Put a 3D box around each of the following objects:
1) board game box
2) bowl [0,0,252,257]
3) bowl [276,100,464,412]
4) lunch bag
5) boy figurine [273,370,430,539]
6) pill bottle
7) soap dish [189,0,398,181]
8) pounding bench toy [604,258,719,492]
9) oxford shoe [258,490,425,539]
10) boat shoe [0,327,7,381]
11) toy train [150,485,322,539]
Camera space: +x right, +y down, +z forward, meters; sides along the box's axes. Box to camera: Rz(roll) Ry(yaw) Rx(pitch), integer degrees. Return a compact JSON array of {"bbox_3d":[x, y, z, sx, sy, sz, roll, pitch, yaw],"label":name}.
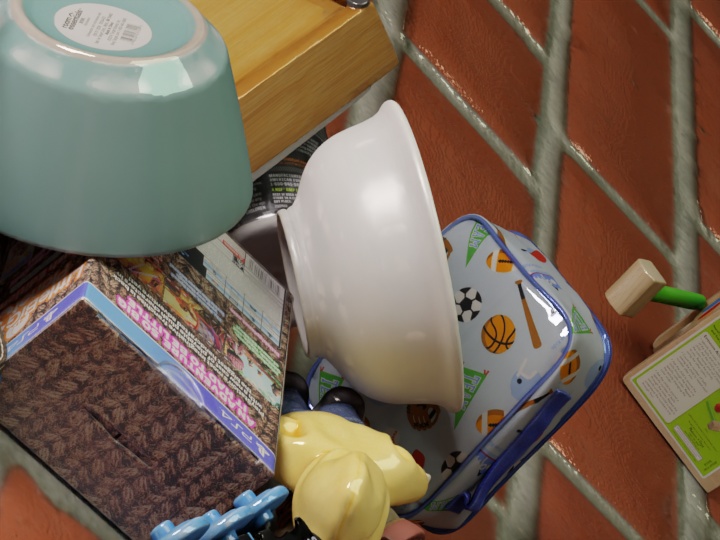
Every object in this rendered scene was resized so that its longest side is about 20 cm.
[{"bbox_3d":[-0.132,0.042,1.718,0.159,0.097,0.200,44,23,-21],"label":"board game box"},{"bbox_3d":[-0.152,-0.104,1.682,0.200,0.106,0.201,10,30,-6],"label":"bowl"},{"bbox_3d":[0.000,0.000,1.823,0.201,0.090,0.202,167,-90,-86],"label":"bowl"},{"bbox_3d":[0.065,0.076,1.935,0.160,0.200,0.075,50,16,32],"label":"lunch bag"},{"bbox_3d":[-0.013,0.119,1.739,0.124,0.065,0.200,16,13,-15],"label":"boy figurine"},{"bbox_3d":[-0.069,-0.062,1.990,0.106,0.106,0.201,37,27,-35],"label":"pill bottle"},{"bbox_3d":[-0.092,-0.142,1.936,0.157,0.082,0.200,29,45,24],"label":"soap dish"},{"bbox_3d":[0.308,0.062,2.541,0.200,0.124,0.156,53,21,-1],"label":"pounding bench toy"},{"bbox_3d":[-0.033,0.171,1.787,0.075,0.071,0.200,39,13,20],"label":"oxford shoe"},{"bbox_3d":[-0.247,-0.022,1.602,0.072,0.072,0.201,-9,61,-49],"label":"boat shoe"},{"bbox_3d":[-0.085,0.185,1.572,0.087,0.114,0.200,53,21,10],"label":"toy train"}]
